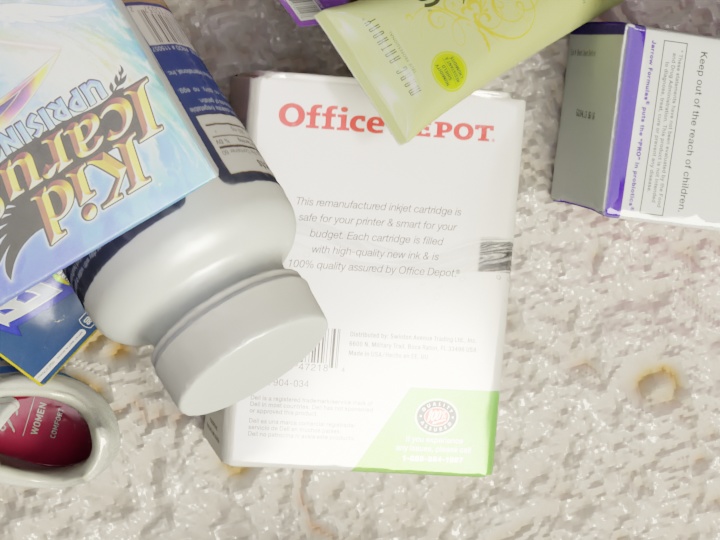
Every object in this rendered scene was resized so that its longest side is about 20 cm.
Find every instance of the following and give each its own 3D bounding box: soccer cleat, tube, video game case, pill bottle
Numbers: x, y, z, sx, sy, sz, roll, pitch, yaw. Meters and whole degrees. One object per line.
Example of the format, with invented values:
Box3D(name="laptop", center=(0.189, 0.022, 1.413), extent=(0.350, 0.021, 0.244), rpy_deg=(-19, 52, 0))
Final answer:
Box3D(name="soccer cleat", center=(-0.217, 0.064, 1.091), extent=(0.199, 0.086, 0.070), rpy_deg=(13, 94, -12))
Box3D(name="tube", center=(0.067, -0.130, 1.097), extent=(0.200, 0.058, 0.052), rpy_deg=(-29, 132, -37))
Box3D(name="video game case", center=(-0.191, -0.070, 0.931), extent=(0.199, 0.045, 0.182), rpy_deg=(-31, 104, -2))
Box3D(name="pill bottle", center=(-0.100, -0.035, 1.034), extent=(0.111, 0.111, 0.200), rpy_deg=(-30, 73, -6))

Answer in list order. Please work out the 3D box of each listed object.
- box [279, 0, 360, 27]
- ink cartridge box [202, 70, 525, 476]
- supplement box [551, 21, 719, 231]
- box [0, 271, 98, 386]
Box3D(name="box", center=(-0.043, -0.228, 1.028), extent=(0.039, 0.200, 0.137), rpy_deg=(-4, 62, 23))
Box3D(name="ink cartridge box", center=(0.000, 0.000, 1.128), extent=(0.145, 0.084, 0.201), rpy_deg=(4, 95, -12))
Box3D(name="supplement box", center=(0.215, -0.070, 1.154), extent=(0.199, 0.101, 0.104), rpy_deg=(6, 95, -11))
Box3D(name="box", center=(-0.213, -0.033, 1.061), extent=(0.064, 0.070, 0.200), rpy_deg=(-46, 118, 8))
